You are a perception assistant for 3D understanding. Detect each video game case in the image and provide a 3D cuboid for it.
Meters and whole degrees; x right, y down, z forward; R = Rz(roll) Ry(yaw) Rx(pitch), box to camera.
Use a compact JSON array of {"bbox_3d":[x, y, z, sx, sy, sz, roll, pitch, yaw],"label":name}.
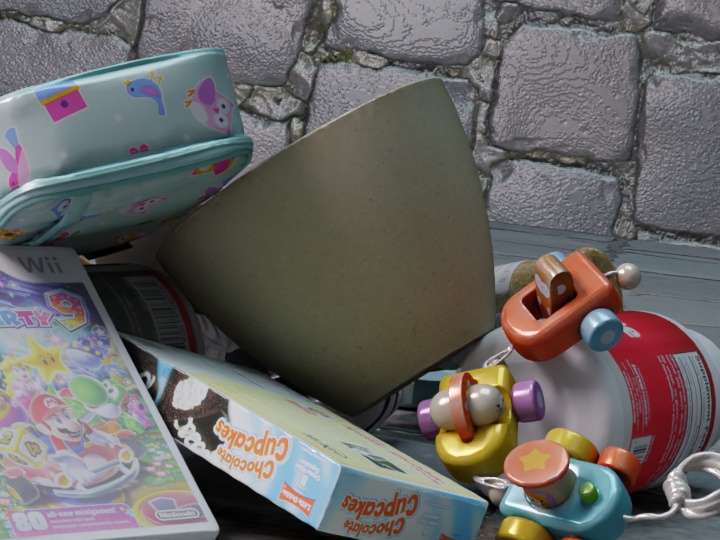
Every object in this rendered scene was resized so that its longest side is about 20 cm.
[{"bbox_3d":[-0.169,0.062,1.016,0.143,0.018,0.200,1,44,-39],"label":"video game case"}]

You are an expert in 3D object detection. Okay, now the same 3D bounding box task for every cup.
[{"bbox_3d":[0.000,0.000,1.208,0.200,0.144,0.200,-31,-6,-3],"label":"cup"}]

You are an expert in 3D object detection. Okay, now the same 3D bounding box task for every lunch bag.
[{"bbox_3d":[-0.160,-0.053,1.138,0.160,0.077,0.200,-18,-6,-28],"label":"lunch bag"}]

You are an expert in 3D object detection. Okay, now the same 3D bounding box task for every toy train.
[{"bbox_3d":[0.105,0.065,1.081,0.150,0.056,0.200,-32,43,2],"label":"toy train"}]

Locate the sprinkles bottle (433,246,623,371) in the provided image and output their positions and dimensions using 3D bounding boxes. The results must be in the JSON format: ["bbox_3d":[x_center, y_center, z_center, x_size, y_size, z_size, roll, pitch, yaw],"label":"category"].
[{"bbox_3d":[0.078,0.033,1.384,0.200,0.069,0.068,-11,-5,36],"label":"sprinkles bottle"}]

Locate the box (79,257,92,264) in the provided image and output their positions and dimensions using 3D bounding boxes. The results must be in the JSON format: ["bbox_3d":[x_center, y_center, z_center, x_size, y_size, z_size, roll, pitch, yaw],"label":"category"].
[{"bbox_3d":[-0.207,0.019,1.492,0.119,0.042,0.200,14,-12,43],"label":"box"}]

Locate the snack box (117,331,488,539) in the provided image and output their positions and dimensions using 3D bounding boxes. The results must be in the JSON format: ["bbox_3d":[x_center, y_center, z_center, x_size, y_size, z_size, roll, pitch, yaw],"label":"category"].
[{"bbox_3d":[-0.041,0.090,1.072,0.116,0.037,0.200,19,5,-45],"label":"snack box"}]

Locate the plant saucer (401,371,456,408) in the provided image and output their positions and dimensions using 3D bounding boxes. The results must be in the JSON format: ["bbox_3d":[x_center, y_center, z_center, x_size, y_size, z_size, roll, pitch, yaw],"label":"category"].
[{"bbox_3d":[0.029,0.077,1.554,0.199,0.028,0.200,7,6,-1],"label":"plant saucer"}]

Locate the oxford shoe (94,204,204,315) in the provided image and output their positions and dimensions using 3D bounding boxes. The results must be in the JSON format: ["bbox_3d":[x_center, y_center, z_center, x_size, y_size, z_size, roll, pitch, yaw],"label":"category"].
[{"bbox_3d":[-0.082,0.001,1.328,0.199,0.072,0.071,5,-15,-24],"label":"oxford shoe"}]

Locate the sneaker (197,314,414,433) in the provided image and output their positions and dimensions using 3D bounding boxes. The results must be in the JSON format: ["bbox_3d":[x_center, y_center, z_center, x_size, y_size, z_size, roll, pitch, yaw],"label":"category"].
[{"bbox_3d":[-0.054,0.066,1.360,0.198,0.080,0.130,4,-1,24],"label":"sneaker"}]

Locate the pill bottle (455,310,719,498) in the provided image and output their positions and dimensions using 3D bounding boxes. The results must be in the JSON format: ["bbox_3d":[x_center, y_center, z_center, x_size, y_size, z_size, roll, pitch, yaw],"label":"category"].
[{"bbox_3d":[0.149,0.081,1.240,0.112,0.113,0.200,10,7,33],"label":"pill bottle"}]

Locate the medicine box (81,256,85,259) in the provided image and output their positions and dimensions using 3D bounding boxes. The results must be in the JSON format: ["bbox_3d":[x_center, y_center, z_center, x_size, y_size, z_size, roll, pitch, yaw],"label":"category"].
[{"bbox_3d":[-0.353,-0.021,1.716,0.199,0.103,0.182,8,6,11],"label":"medicine box"}]

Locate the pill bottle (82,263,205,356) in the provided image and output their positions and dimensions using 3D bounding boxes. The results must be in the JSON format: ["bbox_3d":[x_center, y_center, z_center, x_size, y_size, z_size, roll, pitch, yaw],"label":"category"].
[{"bbox_3d":[-0.191,0.054,1.139,0.114,0.114,0.200,11,8,38],"label":"pill bottle"}]
